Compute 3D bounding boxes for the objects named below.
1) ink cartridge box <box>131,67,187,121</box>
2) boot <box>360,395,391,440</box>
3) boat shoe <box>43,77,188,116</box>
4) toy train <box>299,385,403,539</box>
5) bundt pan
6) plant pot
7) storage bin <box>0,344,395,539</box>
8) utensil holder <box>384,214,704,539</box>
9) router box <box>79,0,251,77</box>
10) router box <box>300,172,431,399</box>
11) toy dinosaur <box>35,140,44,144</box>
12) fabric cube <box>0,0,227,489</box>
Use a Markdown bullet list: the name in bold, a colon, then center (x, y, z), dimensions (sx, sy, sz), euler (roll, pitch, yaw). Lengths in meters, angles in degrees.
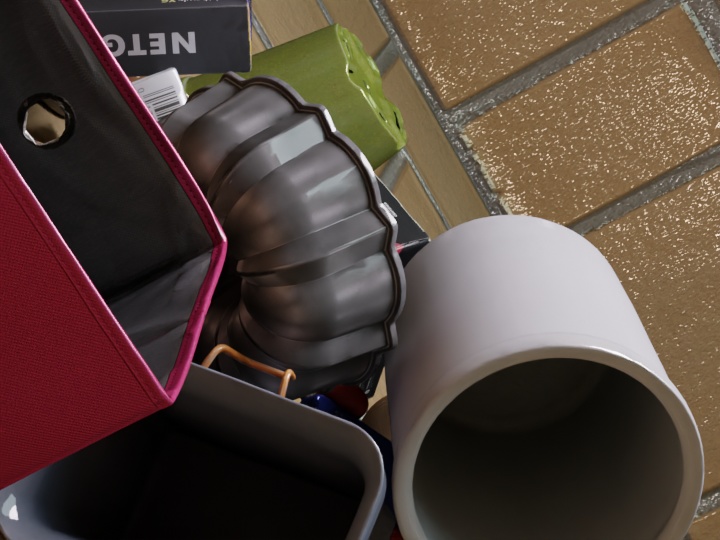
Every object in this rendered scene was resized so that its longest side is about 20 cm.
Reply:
- **ink cartridge box**: center (-0.136, -0.050, 1.230), dimensions (0.200, 0.047, 0.160), euler (-176, -116, -75)
- **boot**: center (0.044, 0.172, 1.340), dimensions (0.155, 0.200, 0.074), euler (44, 32, -32)
- **boat shoe**: center (-0.200, -0.154, 1.374), dimensions (0.072, 0.068, 0.200), euler (68, 15, 19)
- **toy train**: center (0.002, 0.156, 1.150), dimensions (0.200, 0.116, 0.085), euler (37, 53, -32)
- **bundt pan**: center (-0.072, -0.009, 1.026), dimensions (0.076, 0.202, 0.202), euler (-26, 88, -40)
- **plant pot**: center (-0.069, -0.119, 1.544), dimensions (0.200, 0.190, 0.200), euler (56, 14, -22)
- **storage bin**: center (-0.074, 0.124, 0.983), dimensions (0.146, 0.200, 0.134), euler (-67, 161, -12)
- **utensil holder**: center (0.096, 0.075, 1.040), dimensions (0.170, 0.170, 0.200), euler (57, 10, -23)
- **router box**: center (-0.177, -0.191, 1.252), dimensions (0.157, 0.200, 0.052), euler (-98, -174, -59)
- **router box**: center (-0.033, -0.002, 1.405), dimensions (0.150, 0.062, 0.200), euler (51, -36, 29)
- **toy dinosaur**: center (-0.217, -0.052, 1.058), dimensions (0.200, 0.086, 0.136), euler (42, 23, -47)
- **fabric cube**: center (-0.199, -0.013, 0.771), dimensions (0.196, 0.199, 0.200), euler (57, 13, -16)
